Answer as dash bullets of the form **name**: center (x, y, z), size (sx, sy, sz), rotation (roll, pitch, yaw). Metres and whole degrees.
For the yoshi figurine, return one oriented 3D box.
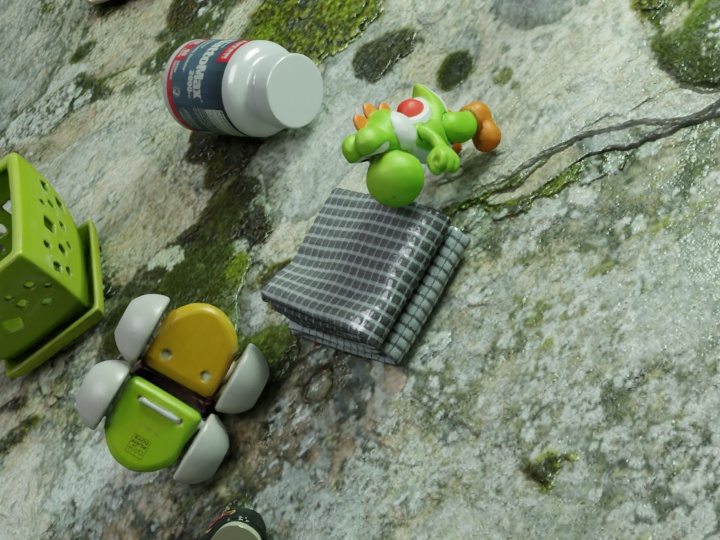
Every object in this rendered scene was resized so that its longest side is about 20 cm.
- **yoshi figurine**: center (0.060, -0.118, 1.737), size (0.112, 0.200, 0.113), rotation (39, 123, 27)

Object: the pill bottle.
- **pill bottle**: center (-0.143, -0.227, 2.054), size (0.200, 0.120, 0.120), rotation (9, 68, 47)

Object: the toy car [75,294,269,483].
- **toy car**: center (-0.211, 0.132, 1.848), size (0.200, 0.175, 0.150), rotation (-61, 5, -9)

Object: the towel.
- **towel**: center (0.000, 0.000, 1.771), size (0.200, 0.086, 0.166), rotation (15, 72, 49)

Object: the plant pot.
- **plant pot**: center (-0.444, 0.006, 2.128), size (0.200, 0.181, 0.199), rotation (-36, 42, 21)

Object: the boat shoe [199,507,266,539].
- **boat shoe**: center (-0.162, 0.333, 1.708), size (0.202, 0.074, 0.063), rotation (-54, 2, 14)

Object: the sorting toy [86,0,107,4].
- **sorting toy**: center (-0.316, -0.489, 2.488), size (0.199, 0.036, 0.186), rotation (-4, 59, 38)
